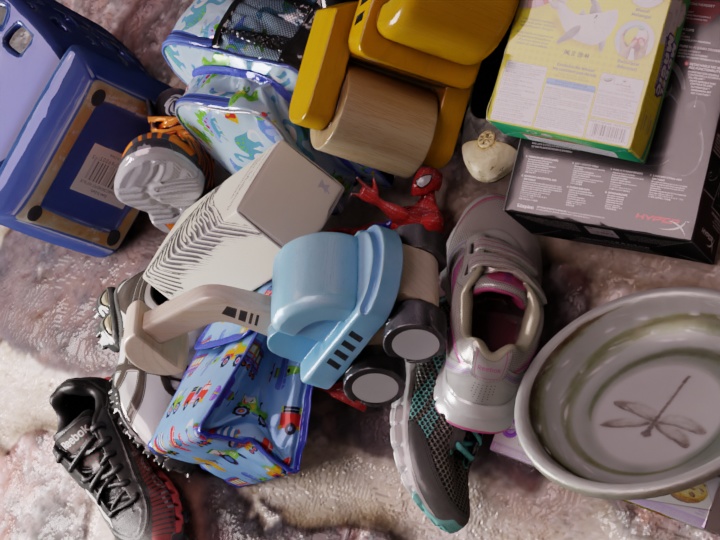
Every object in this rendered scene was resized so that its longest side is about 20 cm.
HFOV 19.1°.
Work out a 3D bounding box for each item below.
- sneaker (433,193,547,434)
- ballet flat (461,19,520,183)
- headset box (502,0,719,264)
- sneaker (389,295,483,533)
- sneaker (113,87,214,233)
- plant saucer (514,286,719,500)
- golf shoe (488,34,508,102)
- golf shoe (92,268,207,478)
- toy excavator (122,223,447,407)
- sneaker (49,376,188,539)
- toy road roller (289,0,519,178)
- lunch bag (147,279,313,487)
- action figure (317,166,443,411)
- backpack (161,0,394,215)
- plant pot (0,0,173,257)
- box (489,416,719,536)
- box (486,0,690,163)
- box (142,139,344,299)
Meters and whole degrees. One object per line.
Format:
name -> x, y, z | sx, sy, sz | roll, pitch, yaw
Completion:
sneaker -> 0.104, 0.018, 1.595 | 0.088, 0.081, 0.201 | 110, 167, -53
ballet flat -> 0.112, -0.162, 1.626 | 0.066, 0.057, 0.201 | 6, 71, 26
headset box -> 0.205, -0.119, 1.578 | 0.148, 0.077, 0.201 | 9, 80, 24
sneaker -> 0.073, 0.099, 1.631 | 0.091, 0.078, 0.201 | -18, 60, 23
sneaker -> -0.166, -0.108, 1.820 | 0.077, 0.200, 0.113 | -4, 75, 2
plant saucer -> 0.210, 0.096, 1.508 | 0.199, 0.050, 0.201 | -15, 39, 12
golf shoe -> 0.107, -0.172, 1.708 | 0.200, 0.075, 0.092 | 41, 93, 32
golf shoe -> -0.167, 0.078, 1.832 | 0.094, 0.078, 0.201 | -37, 56, 23
toy excavator -> -0.056, 0.028, 1.599 | 0.195, 0.199, 0.100 | -50, 27, 44
sneaker -> -0.213, 0.170, 1.823 | 0.071, 0.098, 0.201 | -38, 56, 20
toy road roller -> 0.041, -0.172, 1.583 | 0.146, 0.122, 0.201 | -159, 86, -70
lunch bag -> -0.080, 0.064, 1.738 | 0.150, 0.094, 0.201 | -25, 43, 67
action figure -> 0.000, 0.000, 1.709 | 0.201, 0.099, 0.065 | -64, 22, -1
backpack -> -0.067, -0.149, 1.750 | 0.200, 0.183, 0.147 | 22, 71, 45
plant pot -> -0.282, -0.129, 1.924 | 0.179, 0.200, 0.201 | 34, 97, 34
box -> 0.184, 0.144, 1.550 | 0.199, 0.039, 0.042 | 19, 85, 41
box -> 0.173, -0.187, 1.540 | 0.117, 0.048, 0.201 | 14, 85, 25
box -> -0.097, -0.029, 1.720 | 0.200, 0.068, 0.082 | -32, 24, 58
